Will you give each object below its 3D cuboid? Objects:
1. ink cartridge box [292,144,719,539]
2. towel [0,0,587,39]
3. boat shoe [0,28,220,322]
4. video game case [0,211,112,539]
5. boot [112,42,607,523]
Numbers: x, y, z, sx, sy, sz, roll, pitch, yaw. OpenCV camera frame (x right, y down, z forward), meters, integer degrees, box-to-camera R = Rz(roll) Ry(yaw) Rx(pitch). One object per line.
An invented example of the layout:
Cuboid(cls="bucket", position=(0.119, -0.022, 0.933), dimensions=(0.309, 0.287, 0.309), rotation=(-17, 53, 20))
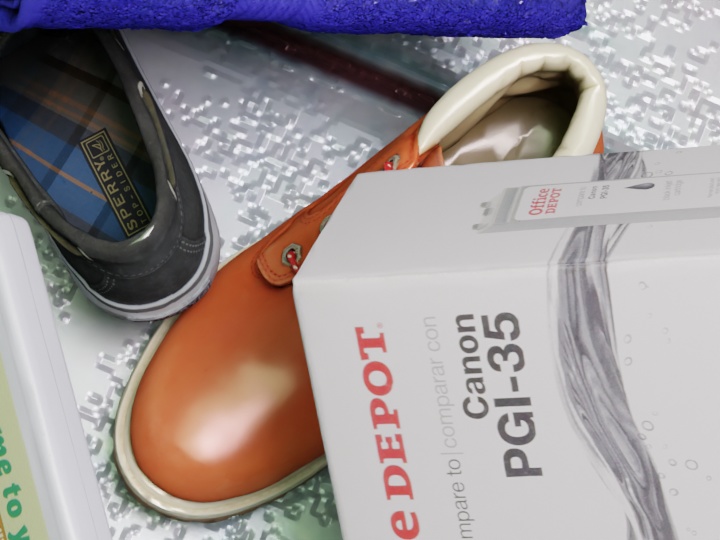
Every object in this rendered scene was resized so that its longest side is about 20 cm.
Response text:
Cuboid(cls="ink cartridge box", position=(0.094, 0.046, 0.718), dimensions=(0.200, 0.083, 0.147), rotation=(-4, 113, 17))
Cuboid(cls="towel", position=(-0.045, -0.104, 0.792), dimensions=(0.200, 0.148, 0.050), rotation=(-2, 117, -30))
Cuboid(cls="boat shoe", position=(-0.107, -0.074, 0.825), dimensions=(0.069, 0.057, 0.200), rotation=(-32, 70, -5))
Cuboid(cls="video game case", position=(-0.147, 0.107, 0.756), dimensions=(0.182, 0.022, 0.200), rotation=(-23, 76, 29))
Cuboid(cls="boot", position=(0.000, 0.000, 0.808), dimensions=(0.200, 0.107, 0.075), rotation=(-42, 85, -12))
